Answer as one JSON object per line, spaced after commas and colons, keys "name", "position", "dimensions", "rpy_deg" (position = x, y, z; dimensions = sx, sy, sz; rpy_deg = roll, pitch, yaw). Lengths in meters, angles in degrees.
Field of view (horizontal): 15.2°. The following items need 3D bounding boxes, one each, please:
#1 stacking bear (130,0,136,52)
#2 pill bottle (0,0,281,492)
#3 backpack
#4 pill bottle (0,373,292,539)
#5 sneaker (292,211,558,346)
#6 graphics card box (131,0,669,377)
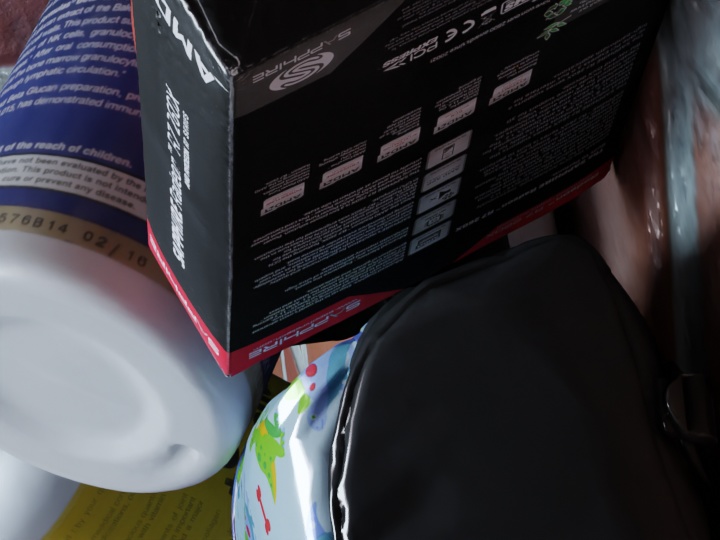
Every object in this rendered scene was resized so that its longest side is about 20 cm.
{"name": "stacking bear", "position": [0.005, -0.125, 0.709], "dimensions": [0.114, 0.121, 0.200], "rpy_deg": [59, 155, 20]}
{"name": "pill bottle", "position": [-0.056, -0.041, 0.831], "dimensions": [0.111, 0.111, 0.200], "rpy_deg": [89, -161, -54]}
{"name": "backpack", "position": [0.030, 0.083, 0.722], "dimensions": [0.200, 0.154, 0.163], "rpy_deg": [-4, -102, -82]}
{"name": "pill bottle", "position": [-0.091, 0.066, 0.910], "dimensions": [0.200, 0.112, 0.112], "rpy_deg": [29, -151, -35]}
{"name": "sneaker", "position": [0.000, 0.000, 0.894], "dimensions": [0.200, 0.112, 0.073], "rpy_deg": [173, 87, -84]}
{"name": "graphics card box", "position": [0.010, -0.050, 0.645], "dimensions": [0.051, 0.125, 0.200], "rpy_deg": [59, 168, 15]}
